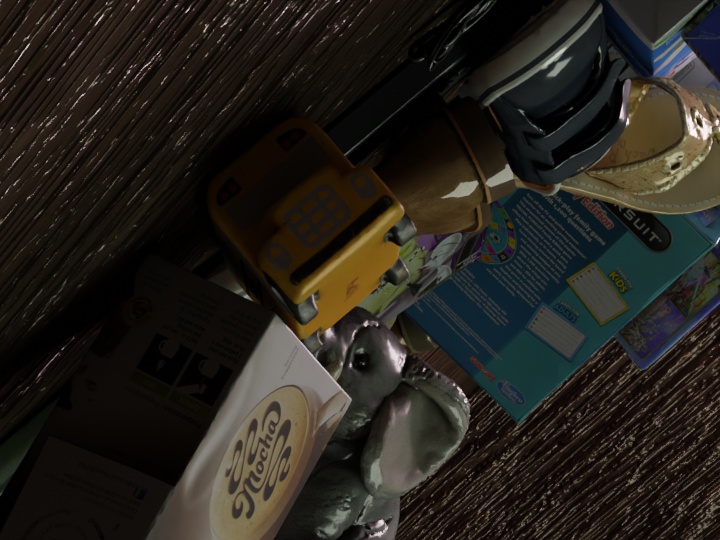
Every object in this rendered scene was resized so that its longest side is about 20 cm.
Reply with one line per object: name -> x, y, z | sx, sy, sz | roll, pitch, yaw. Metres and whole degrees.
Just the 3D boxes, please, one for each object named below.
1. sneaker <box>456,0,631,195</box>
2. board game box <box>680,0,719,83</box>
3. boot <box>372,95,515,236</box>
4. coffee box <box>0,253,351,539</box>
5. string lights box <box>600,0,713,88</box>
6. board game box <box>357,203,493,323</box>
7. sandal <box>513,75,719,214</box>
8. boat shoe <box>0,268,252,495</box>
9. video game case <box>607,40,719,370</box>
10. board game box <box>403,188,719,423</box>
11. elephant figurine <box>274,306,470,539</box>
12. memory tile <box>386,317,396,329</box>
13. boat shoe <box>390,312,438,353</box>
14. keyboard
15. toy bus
sneaker -> 0.102, -0.090, 1.151 | 0.078, 0.080, 0.200 | -39, 180, -1
board game box -> 0.297, -0.118, 1.259 | 0.097, 0.160, 0.200 | -45, 169, 33
boot -> 0.028, -0.046, 1.176 | 0.075, 0.074, 0.200 | -27, 178, -3
coffee box -> -0.099, 0.111, 1.027 | 0.201, 0.079, 0.113 | -60, 152, -13
string lights box -> 0.187, -0.169, 1.293 | 0.103, 0.059, 0.200 | -41, 173, 4
board game box -> 0.000, 0.000, 1.316 | 0.200, 0.032, 0.120 | -35, 151, -26
sandal -> 0.160, -0.076, 1.294 | 0.210, 0.078, 0.070 | 1, 172, -22
boat shoe -> -0.111, 0.077, 1.164 | 0.201, 0.072, 0.070 | -41, 173, 0
video game case -> 0.194, -0.063, 1.472 | 0.200, 0.182, 0.045 | -46, 171, 38
board game box -> 0.112, -0.020, 1.416 | 0.200, 0.151, 0.047 | -46, -179, 37
elephant figurine -> -0.011, 0.082, 1.257 | 0.155, 0.141, 0.201 | -83, -163, -81
memory tile -> -0.054, 0.052, 1.389 | 0.153, 0.017, 0.200 | -41, 160, 2
boat shoe -> 0.025, 0.016, 1.581 | 0.068, 0.072, 0.200 | -15, -176, 12
keyboard -> 0.058, -0.116, 1.101 | 0.200, 0.021, 0.127 | -41, 173, -7
toy bus -> -0.024, -0.015, 1.038 | 0.065, 0.078, 0.200 | -39, 173, -6
